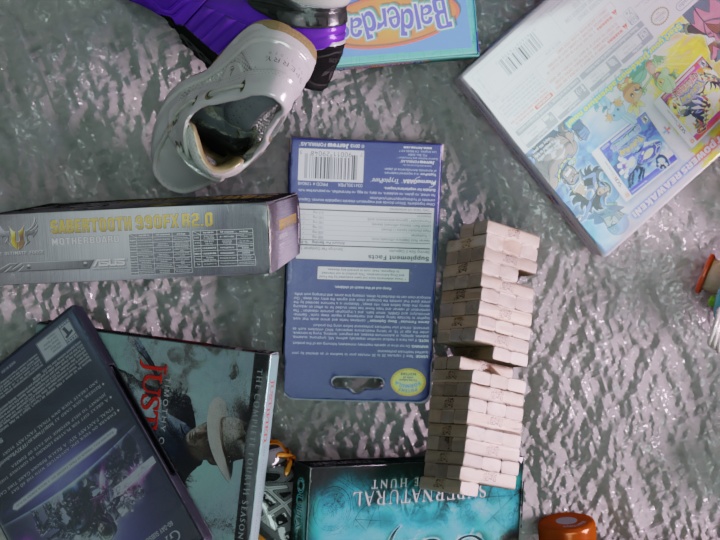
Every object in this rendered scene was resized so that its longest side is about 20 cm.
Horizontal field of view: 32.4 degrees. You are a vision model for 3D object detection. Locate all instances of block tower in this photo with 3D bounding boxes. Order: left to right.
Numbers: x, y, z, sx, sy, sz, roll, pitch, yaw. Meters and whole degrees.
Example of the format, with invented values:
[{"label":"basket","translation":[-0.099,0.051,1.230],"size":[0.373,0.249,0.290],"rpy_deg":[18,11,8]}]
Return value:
[{"label":"block tower","translation":[0.091,0.069,0.939],"size":[0.057,0.054,0.203],"rpy_deg":[14,78,-29]}]

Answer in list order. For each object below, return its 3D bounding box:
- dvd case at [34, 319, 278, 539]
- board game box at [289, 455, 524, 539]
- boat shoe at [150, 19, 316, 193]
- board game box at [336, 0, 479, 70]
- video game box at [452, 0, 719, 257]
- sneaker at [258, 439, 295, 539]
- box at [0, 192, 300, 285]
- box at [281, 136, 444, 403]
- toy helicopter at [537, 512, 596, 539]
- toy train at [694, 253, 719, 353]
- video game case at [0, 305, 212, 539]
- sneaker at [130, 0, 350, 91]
[{"label":"dvd case","translation":[-0.161,0.121,0.919],"size":[0.197,0.022,0.148],"rpy_deg":[7,88,18]},{"label":"board game box","translation":[0.037,0.211,0.947],"size":[0.198,0.028,0.137],"rpy_deg":[2,92,-31]},{"label":"boat shoe","translation":[-0.102,-0.097,0.867],"size":[0.070,0.200,0.070],"rpy_deg":[27,56,-19]},{"label":"board game box","translation":[0.006,-0.255,0.932],"size":[0.150,0.045,0.203],"rpy_deg":[-5,96,-5]},{"label":"video game box","translation":[0.203,-0.145,0.963],"size":[0.200,0.047,0.183],"rpy_deg":[-40,96,0]},{"label":"sneaker","translation":[-0.069,0.172,0.954],"size":[0.199,0.078,0.078],"rpy_deg":[33,87,-7]},{"label":"box","translation":[-0.148,-0.025,0.870],"size":[0.197,0.158,0.049],"rpy_deg":[-3,95,5]},{"label":"box","translation":[0.000,0.000,0.964],"size":[0.119,0.032,0.203],"rpy_deg":[2,94,-5]},{"label":"toy helicopter","translation":[0.237,0.238,0.961],"size":[0.197,0.132,0.080],"rpy_deg":[-5,96,-5]},{"label":"toy train","translation":[0.290,-0.042,0.948],"size":[0.055,0.150,0.203],"rpy_deg":[19,99,32]},{"label":"video game case","translation":[-0.213,0.149,0.914],"size":[0.142,0.019,0.201],"rpy_deg":[-36,77,13]},{"label":"sneaker","translation":[-0.101,-0.173,0.895],"size":[0.198,0.069,0.101],"rpy_deg":[15,115,22]}]
